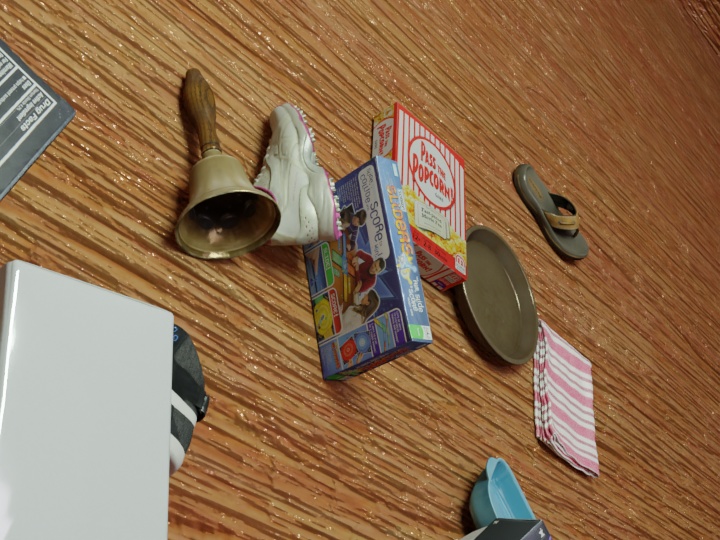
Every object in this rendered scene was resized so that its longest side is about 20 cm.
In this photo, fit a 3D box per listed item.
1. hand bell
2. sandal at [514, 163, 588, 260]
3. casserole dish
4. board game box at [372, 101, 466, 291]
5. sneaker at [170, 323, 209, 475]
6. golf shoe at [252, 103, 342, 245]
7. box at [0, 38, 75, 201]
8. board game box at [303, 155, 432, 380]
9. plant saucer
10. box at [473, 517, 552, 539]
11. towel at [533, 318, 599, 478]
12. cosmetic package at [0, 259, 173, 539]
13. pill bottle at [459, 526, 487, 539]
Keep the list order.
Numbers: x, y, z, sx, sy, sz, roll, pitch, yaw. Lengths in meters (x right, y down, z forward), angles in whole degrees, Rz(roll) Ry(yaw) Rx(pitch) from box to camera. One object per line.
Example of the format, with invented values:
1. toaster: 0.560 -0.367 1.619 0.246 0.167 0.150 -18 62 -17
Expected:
1. hand bell: -0.152 -0.123 0.909 0.103 0.104 0.203 17 45 -45
2. sandal: 0.326 -0.099 1.504 0.201 0.054 0.082 53 38 -16
3. casserole dish: 0.182 0.320 1.079 0.203 0.038 0.121 63 22 -3
4. board game box: 0.077 -0.097 1.193 0.151 0.046 0.203 32 47 -38
5. sneaker: -0.201 0.064 0.738 0.201 0.072 0.113 55 33 -28
6. golf shoe: -0.082 -0.105 0.974 0.076 0.090 0.202 79 -7 -48
7. box: -0.336 -0.098 0.605 0.199 0.122 0.202 46 42 -22
8. board game box: 0.000 0.000 0.966 0.034 0.134 0.204 9 64 -43
9. plant saucer: 0.186 0.036 1.267 0.199 0.029 0.203 32 46 -41
10. box: 0.117 0.348 0.847 0.199 0.079 0.143 -32 93 -32
11. towel: 0.305 0.186 1.337 0.146 0.030 0.203 37 44 -35
12. cosmetic package: -0.220 0.133 0.557 0.122 0.198 0.203 22 54 -42
13. pill bottle: 0.167 0.387 0.977 0.110 0.110 0.203 -30 95 -54
